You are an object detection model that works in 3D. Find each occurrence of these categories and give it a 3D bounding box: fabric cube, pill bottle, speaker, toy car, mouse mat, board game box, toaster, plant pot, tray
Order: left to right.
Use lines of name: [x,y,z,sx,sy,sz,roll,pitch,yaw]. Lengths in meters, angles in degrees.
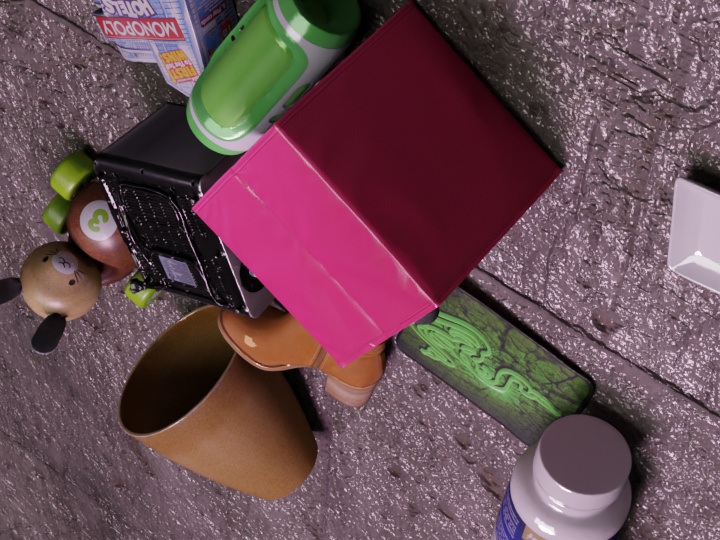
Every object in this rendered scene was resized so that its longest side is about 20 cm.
toy car: [-0.332,-0.003,1.976,0.164,0.200,0.158,41,148,7]
board game box: [-0.192,-0.249,1.670,0.199,0.062,0.201,7,131,45]
toaster: [-0.170,-0.061,1.801,0.199,0.119,0.181,14,135,40]
plant pot: [-0.146,0.170,2.004,0.186,0.187,0.200,0,142,49]
speaker: [-0.081,-0.186,1.563,0.088,0.088,0.200,46,136,-2]
fabric cube: [0.012,-0.071,1.510,0.199,0.196,0.200,46,147,-5]
mouse mat: [0.130,0.094,1.726,0.200,0.008,0.161,37,147,10]
pill bottle: [0.200,0.232,1.702,0.119,0.120,0.200,34,146,18]
tray: [0.337,-0.004,1.373,0.199,0.022,0.108,27,144,27]

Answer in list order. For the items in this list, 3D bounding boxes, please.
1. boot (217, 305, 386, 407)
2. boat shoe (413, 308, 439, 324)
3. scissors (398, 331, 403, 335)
boot: [-0.058,0.051,1.846,0.199,0.074,0.155,25,145,9]
boat shoe: [0.000,0.000,1.705,0.200,0.069,0.057,27,144,42]
scissors: [0.041,-0.004,1.724,0.073,0.014,0.200,38,148,8]
